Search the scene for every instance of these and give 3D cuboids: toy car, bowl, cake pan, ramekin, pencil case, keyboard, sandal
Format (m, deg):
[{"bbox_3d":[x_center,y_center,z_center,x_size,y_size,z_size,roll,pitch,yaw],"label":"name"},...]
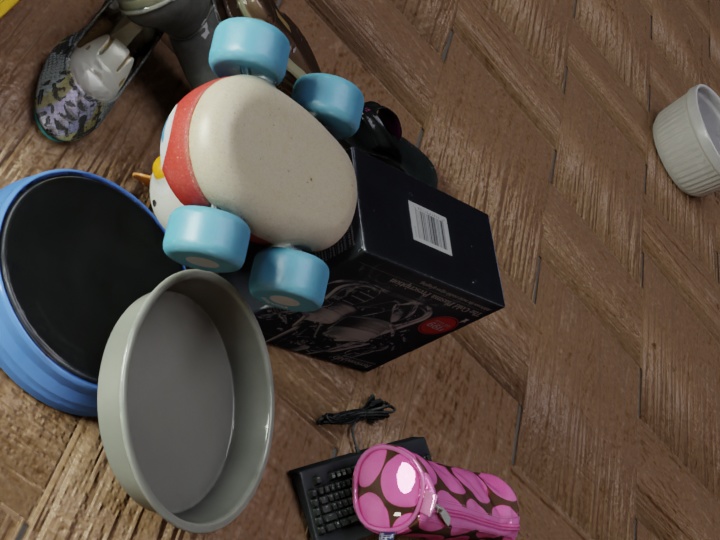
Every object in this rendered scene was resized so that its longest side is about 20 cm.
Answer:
[{"bbox_3d":[-0.122,-0.074,0.900,0.176,0.199,0.186,28,66,-45],"label":"toy car"},{"bbox_3d":[-0.213,0.013,0.874,0.200,0.039,0.202,30,46,-37],"label":"bowl"},{"bbox_3d":[-0.133,0.101,0.865,0.200,0.036,0.202,21,66,-60],"label":"cake pan"},{"bbox_3d":[0.627,-0.232,2.056,0.200,0.105,0.202,31,44,-37],"label":"ramekin"},{"bbox_3d":[0.078,0.220,1.042,0.199,0.093,0.092,23,71,-51],"label":"pencil case"},{"bbox_3d":[0.005,0.183,1.057,0.199,0.021,0.128,-3,71,-54],"label":"keyboard"},{"bbox_3d":[0.030,-0.157,1.291,0.200,0.048,0.076,31,46,-38],"label":"sandal"}]

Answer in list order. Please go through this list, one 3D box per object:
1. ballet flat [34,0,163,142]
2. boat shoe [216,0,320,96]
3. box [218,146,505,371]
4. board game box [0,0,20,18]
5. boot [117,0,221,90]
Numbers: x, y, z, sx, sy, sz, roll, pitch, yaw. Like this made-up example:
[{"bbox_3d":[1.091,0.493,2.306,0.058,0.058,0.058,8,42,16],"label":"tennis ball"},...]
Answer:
[{"bbox_3d":[-0.222,-0.192,0.975,0.072,0.072,0.201,45,39,-23],"label":"ballet flat"},{"bbox_3d":[-0.101,-0.228,1.155,0.202,0.074,0.075,46,23,-59],"label":"boat shoe"},{"bbox_3d":[0.000,0.000,1.032,0.199,0.181,0.105,20,53,-43],"label":"box"},{"bbox_3d":[-0.281,-0.240,0.858,0.040,0.152,0.201,42,40,-27],"label":"board game box"},{"bbox_3d":[-0.142,-0.175,1.006,0.182,0.072,0.202,-61,143,-61],"label":"boot"}]
